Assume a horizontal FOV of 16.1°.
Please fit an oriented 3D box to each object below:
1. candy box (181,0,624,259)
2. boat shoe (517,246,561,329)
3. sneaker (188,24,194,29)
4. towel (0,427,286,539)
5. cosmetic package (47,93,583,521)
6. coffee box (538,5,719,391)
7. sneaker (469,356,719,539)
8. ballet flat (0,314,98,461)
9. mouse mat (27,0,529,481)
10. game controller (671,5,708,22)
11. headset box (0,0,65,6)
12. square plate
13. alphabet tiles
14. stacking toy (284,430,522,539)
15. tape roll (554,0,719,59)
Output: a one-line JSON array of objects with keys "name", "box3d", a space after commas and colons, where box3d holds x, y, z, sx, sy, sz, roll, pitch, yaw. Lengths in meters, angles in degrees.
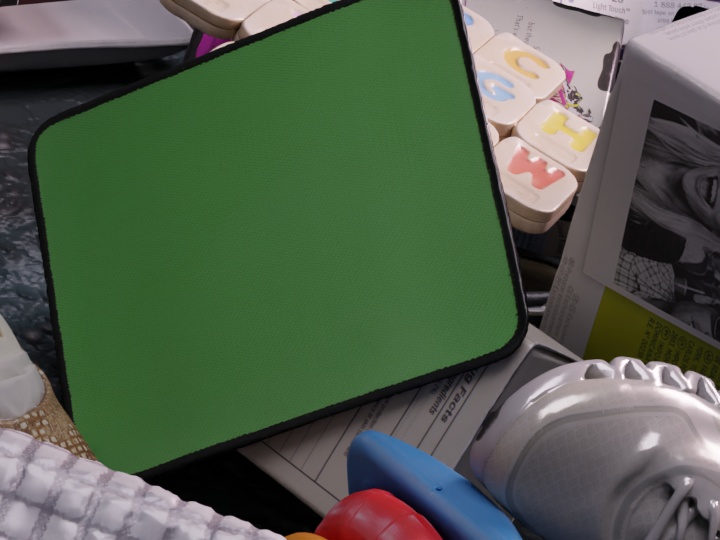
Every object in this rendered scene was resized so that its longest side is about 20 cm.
[{"name": "candy box", "box3d": [0.017, -0.079, 1.204, 0.199, 0.061, 0.137, 15, 50, 1]}, {"name": "boat shoe", "box3d": [0.000, 0.000, 1.105, 0.198, 0.061, 0.076, 13, 31, -3]}, {"name": "sneaker", "box3d": [-0.002, -0.132, 1.292, 0.199, 0.082, 0.074, 18, 32, 6]}, {"name": "towel", "box3d": [-0.130, 0.144, 0.737, 0.165, 0.086, 0.201, 19, 65, 3]}, {"name": "cosmetic package", "box3d": [-0.017, 0.026, 1.002, 0.200, 0.104, 0.073, 36, 7, 29]}, {"name": "coffee box", "box3d": [0.211, 0.016, 1.033, 0.197, 0.201, 0.199, 35, 37, 29]}, {"name": "sneaker", "box3d": [0.130, 0.092, 0.867, 0.199, 0.075, 0.081, 23, 21, -22]}, {"name": "ballet flat", "box3d": [-0.176, 0.029, 0.983, 0.199, 0.066, 0.070, 30, 35, 23]}, {"name": "mouse mat", "box3d": [-0.037, -0.015, 0.978, 0.008, 0.199, 0.162, 29, 46, -61]}, {"name": "game controller", "box3d": [0.144, -0.046, 1.197, 0.042, 0.105, 0.200, 12, 30, 12]}, {"name": "headset box", "box3d": [-0.247, -0.190, 1.237, 0.199, 0.078, 0.149, -8, 38, -34]}, {"name": "square plate", "box3d": [-0.212, -0.150, 1.287, 0.197, 0.029, 0.200, -8, 38, -31]}, {"name": "alphabet tiles", "box3d": [0.012, -0.087, 1.114, 0.199, 0.015, 0.196, 32, 31, 10]}, {"name": "stacking toy", "box3d": [-0.041, 0.145, 0.838, 0.199, 0.110, 0.116, -19, 32, -26]}, {"name": "tape roll", "box3d": [0.157, -0.157, 1.311, 0.198, 0.066, 0.200, 6, -7, 1]}]
